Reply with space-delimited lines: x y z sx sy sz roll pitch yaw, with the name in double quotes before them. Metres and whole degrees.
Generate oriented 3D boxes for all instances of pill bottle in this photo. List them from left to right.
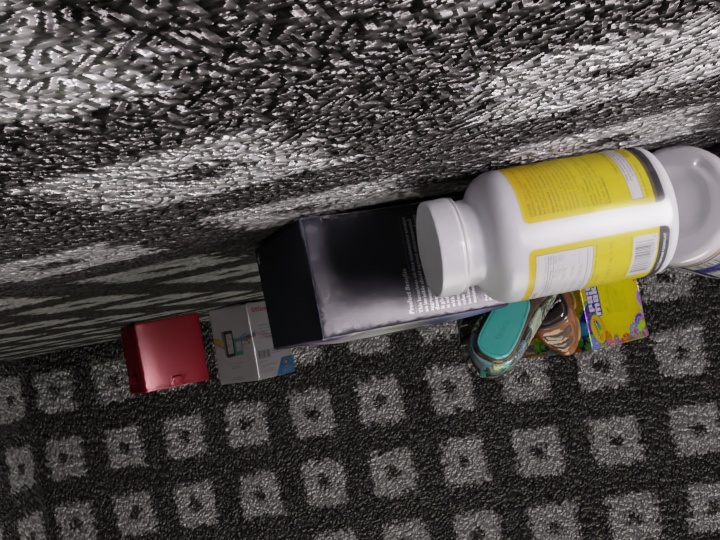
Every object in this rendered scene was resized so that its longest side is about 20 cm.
"pill bottle" 0.153 -0.035 0.769 0.199 0.112 0.112 -10 177 -8
"pill bottle" 0.341 -0.050 0.897 0.111 0.111 0.200 -13 166 37

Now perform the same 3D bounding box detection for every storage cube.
"storage cube" -0.519 0.219 2.404 0.199 0.180 0.171 -8 176 -27

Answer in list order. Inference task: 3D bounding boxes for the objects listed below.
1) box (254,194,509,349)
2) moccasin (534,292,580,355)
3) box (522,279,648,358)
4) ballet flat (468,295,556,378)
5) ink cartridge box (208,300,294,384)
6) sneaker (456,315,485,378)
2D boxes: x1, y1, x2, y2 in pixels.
"box" 0.014 0.006 0.944 0.198 0.124 0.200 -9 176 -19
"moccasin" 0.215 0.015 1.077 0.073 0.202 0.078 -28 131 9
"box" 0.277 0.015 1.300 0.122 0.201 0.192 -9 175 -35
"ballet flat" 0.171 0.033 0.974 0.200 0.074 0.074 -51 -162 -28
"ink cartridge box" -0.287 0.185 2.415 0.146 0.201 0.147 -11 177 37
"sneaker" 0.139 0.025 1.054 0.074 0.201 0.079 -10 -174 0
